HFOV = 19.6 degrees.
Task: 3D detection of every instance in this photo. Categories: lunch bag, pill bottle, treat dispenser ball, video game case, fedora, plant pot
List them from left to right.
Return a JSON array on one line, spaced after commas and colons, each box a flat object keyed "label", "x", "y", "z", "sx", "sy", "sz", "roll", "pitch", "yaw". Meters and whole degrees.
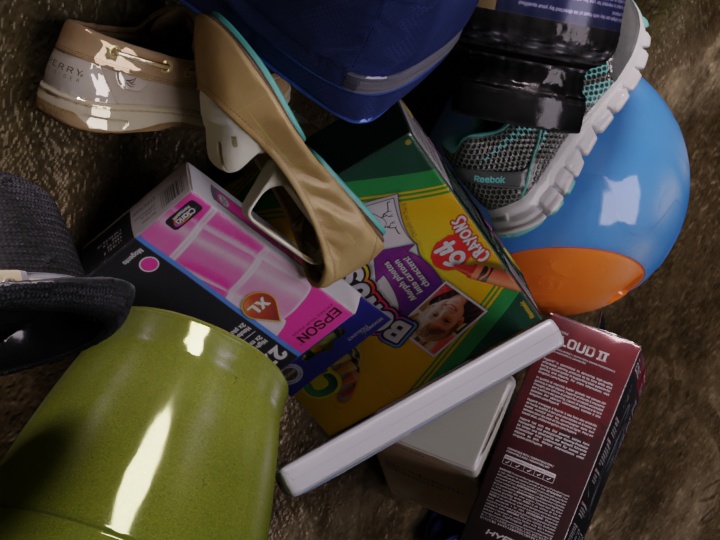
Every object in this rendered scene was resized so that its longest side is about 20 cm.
[{"label": "fedora", "x": -0.226, "y": 0.002, "z": 1.133, "sx": 0.200, "sy": 0.200, "sz": 0.092, "roll": 10, "pitch": 62, "yaw": -57}, {"label": "plant pot", "x": -0.133, "y": 0.134, "z": 1.289, "sx": 0.201, "sy": 0.199, "sz": 0.194, "roll": 54, "pitch": 50, "yaw": -52}, {"label": "lunch bag", "x": -0.028, "y": -0.193, "z": 1.253, "sx": 0.136, "sy": 0.200, "sz": 0.133, "roll": -43, "pitch": 166, "yaw": -42}, {"label": "video game case", "x": 0.034, "y": 0.095, "z": 1.395, "sx": 0.199, "sy": 0.022, "sz": 0.182, "roll": -29, "pitch": 177, "yaw": -6}, {"label": "pill bottle", "x": 0.116, "y": -0.192, "z": 1.320, "sx": 0.112, "sy": 0.111, "sz": 0.201, "roll": 0, "pitch": 102, "yaw": -55}, {"label": "treat dispenser ball", "x": 0.146, "y": -0.067, "z": 1.561, "sx": 0.201, "sy": 0.200, "sz": 0.202, "roll": -31, "pitch": 131, "yaw": -44}]

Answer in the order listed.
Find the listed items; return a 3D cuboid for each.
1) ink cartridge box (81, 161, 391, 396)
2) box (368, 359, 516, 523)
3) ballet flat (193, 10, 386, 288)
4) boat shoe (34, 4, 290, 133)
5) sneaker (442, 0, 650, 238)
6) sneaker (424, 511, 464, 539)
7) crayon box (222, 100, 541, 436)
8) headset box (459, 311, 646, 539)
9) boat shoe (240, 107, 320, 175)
[{"label": "ink cartridge box", "x": -0.075, "y": 0.018, "z": 1.335, "sx": 0.095, "sy": 0.037, "sz": 0.200, "roll": -38, "pitch": 130, "yaw": 20}, {"label": "box", "x": 0.067, "y": 0.127, "z": 1.591, "sx": 0.200, "sy": 0.095, "sz": 0.078, "roll": 69, "pitch": 43, "yaw": -69}, {"label": "ballet flat", "x": -0.054, "y": -0.065, "z": 1.253, "sx": 0.063, "sy": 0.069, "sz": 0.200, "roll": -42, "pitch": 121, "yaw": -7}, {"label": "boat shoe", "x": -0.110, "y": -0.127, "z": 1.273, "sx": 0.200, "sy": 0.074, "sz": 0.070, "roll": -13, "pitch": 123, "yaw": -52}, {"label": "sneaker", "x": 0.125, "y": -0.123, "z": 1.416, "sx": 0.091, "sy": 0.077, "sz": 0.201, "roll": 41, "pitch": 64, "yaw": -23}, {"label": "sneaker", "x": 0.088, "y": 0.237, "z": 1.769, "sx": 0.088, "sy": 0.075, "sz": 0.201, "roll": -12, "pitch": 110, "yaw": -40}, {"label": "crayon box", "x": 0.000, "y": 0.000, "z": 1.398, "sx": 0.172, "sy": 0.058, "sz": 0.200, "roll": -31, "pitch": 130, "yaw": 10}, {"label": "headset box", "x": 0.151, "y": 0.130, "z": 1.562, "sx": 0.149, "sy": 0.077, "sz": 0.201, "roll": 53, "pitch": 58, "yaw": -75}, {"label": "boat shoe", "x": -0.018, "y": -0.045, "z": 1.446, "sx": 0.072, "sy": 0.076, "sz": 0.200, "roll": -63, "pitch": 146, "yaw": -11}]
